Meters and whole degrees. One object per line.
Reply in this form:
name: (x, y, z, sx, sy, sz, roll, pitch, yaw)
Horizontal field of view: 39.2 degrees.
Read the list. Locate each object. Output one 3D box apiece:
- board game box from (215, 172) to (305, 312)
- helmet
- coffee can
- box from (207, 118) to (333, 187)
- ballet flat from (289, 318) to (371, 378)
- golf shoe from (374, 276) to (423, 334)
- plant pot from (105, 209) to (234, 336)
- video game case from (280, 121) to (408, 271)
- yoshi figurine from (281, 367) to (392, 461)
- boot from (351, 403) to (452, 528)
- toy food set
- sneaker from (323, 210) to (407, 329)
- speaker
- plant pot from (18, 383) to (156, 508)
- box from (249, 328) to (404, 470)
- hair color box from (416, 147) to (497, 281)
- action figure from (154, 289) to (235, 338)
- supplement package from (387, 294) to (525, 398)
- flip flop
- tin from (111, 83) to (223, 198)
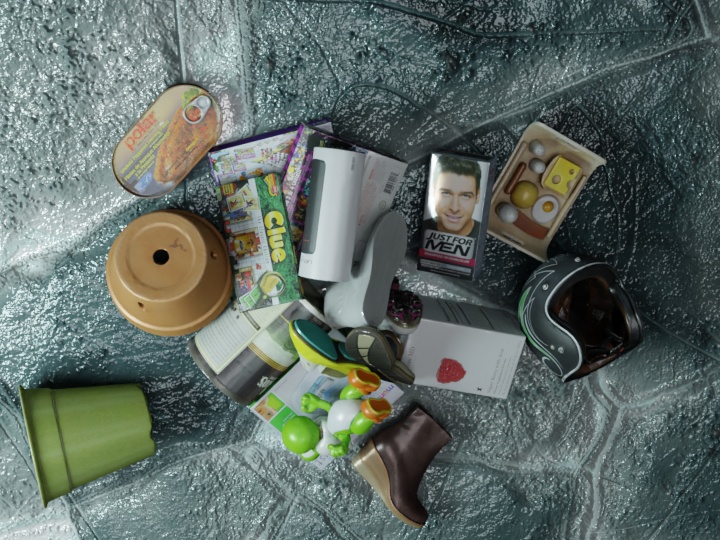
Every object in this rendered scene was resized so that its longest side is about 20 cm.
board game box: (-0.155, -0.043, 1.556, 0.105, 0.023, 0.200, -13, 86, 10)
helmet: (0.356, 0.071, 1.690, 0.200, 0.200, 0.191, -27, 72, 0)
coffee can: (-0.158, 0.098, 1.636, 0.200, 0.146, 0.146, -44, 110, 7)
box: (-0.130, -0.151, 1.611, 0.200, 0.039, 0.137, -15, 111, -5)
ballet flat: (-0.054, 0.134, 1.585, 0.067, 0.067, 0.200, -42, 140, 21)
golf shoe: (0.049, 0.070, 1.634, 0.073, 0.200, 0.092, 2, 107, -16)
plant pot: (-0.296, -0.007, 1.538, 0.200, 0.140, 0.200, 1, 79, -3)
video game case: (-0.044, -0.111, 1.600, 0.181, 0.036, 0.200, 17, 105, -18)
yoshi figurine: (-0.052, 0.241, 1.607, 0.112, 0.112, 0.200, 42, 122, -6)
boot: (0.102, 0.353, 1.808, 0.166, 0.072, 0.200, -39, 107, 7)
toy food set: (0.301, -0.128, 1.681, 0.143, 0.060, 0.200, 26, 104, -17)
sneaker: (0.000, 0.000, 1.589, 0.074, 0.116, 0.200, 37, 59, -32)
speaker: (-0.042, -0.083, 1.526, 0.081, 0.081, 0.200, 7, 95, -12)
plant pot: (-0.438, 0.263, 1.642, 0.190, 0.200, 0.200, -12, 111, -19)
box: (-0.061, 0.203, 1.718, 0.200, 0.097, 0.176, -43, 108, 6)
hair color box: (0.156, -0.092, 1.649, 0.099, 0.061, 0.200, 12, 109, 17)
action figure: (-0.259, 0.020, 1.642, 0.200, 0.055, 0.118, -20, 110, -7)
supplement package: (0.156, 0.127, 1.713, 0.200, 0.120, 0.121, 10, 108, -13)
flip flop: (0.038, 0.125, 1.567, 0.200, 0.081, 0.058, 47, 59, -55)
tin: (-0.300, -0.202, 1.567, 0.200, 0.042, 0.112, -46, 114, 7)
